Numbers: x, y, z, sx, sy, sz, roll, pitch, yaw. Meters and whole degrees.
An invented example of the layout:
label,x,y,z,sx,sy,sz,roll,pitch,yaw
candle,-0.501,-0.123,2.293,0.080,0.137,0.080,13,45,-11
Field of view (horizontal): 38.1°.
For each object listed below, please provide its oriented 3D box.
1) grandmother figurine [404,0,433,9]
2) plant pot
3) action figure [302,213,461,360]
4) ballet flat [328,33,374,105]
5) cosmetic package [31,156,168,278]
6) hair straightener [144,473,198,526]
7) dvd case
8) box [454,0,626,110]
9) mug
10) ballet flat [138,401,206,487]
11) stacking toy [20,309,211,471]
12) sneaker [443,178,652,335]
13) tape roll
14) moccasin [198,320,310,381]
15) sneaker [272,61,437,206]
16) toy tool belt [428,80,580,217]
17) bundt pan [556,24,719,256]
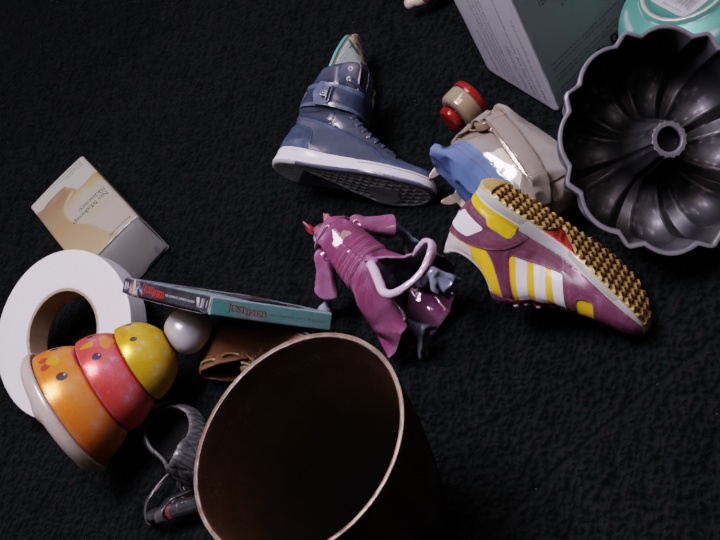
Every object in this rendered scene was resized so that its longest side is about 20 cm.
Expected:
label,x,y,z,sx,sy,sz,roll,pitch,yaw
grandmother figurine,0.092,-0.386,1.344,0.198,0.060,0.123,10,71,41
plant pot,-0.006,0.184,0.861,0.184,0.200,0.189,-17,49,21
action figure,0.000,0.000,1.049,0.199,0.149,0.134,39,87,31
ballet flat,-0.027,-0.195,1.275,0.070,0.069,0.202,21,73,22
cosmetic package,-0.344,-0.058,1.363,0.105,0.071,0.200,-46,45,-6
hair straightener,-0.139,0.214,1.053,0.198,0.041,0.077,-26,25,22
dvd case,-0.142,0.034,1.084,0.199,0.144,0.022,6,87,54
box,0.210,-0.323,1.115,0.199,0.200,0.131,-44,46,-4
mug,0.345,-0.239,1.019,0.183,0.115,0.154,-7,53,29
ballet flat,-0.192,0.169,1.076,0.067,0.057,0.199,-55,27,-11
stacking toy,-0.246,0.103,1.113,0.199,0.147,0.146,-35,44,-6
sneaker,0.170,0.006,0.951,0.199,0.075,0.091,40,119,10
tape roll,-0.342,0.078,1.230,0.200,0.037,0.206,-5,76,23
moccasin,-0.095,0.098,1.077,0.199,0.074,0.079,6,62,37
sneaker,0.012,-0.159,1.179,0.200,0.077,0.148,16,71,23
toy tool belt,0.123,-0.100,1.049,0.123,0.125,0.200,-43,56,-5
bundt pan,0.267,-0.112,0.944,0.202,0.202,0.076,-44,1,-5
